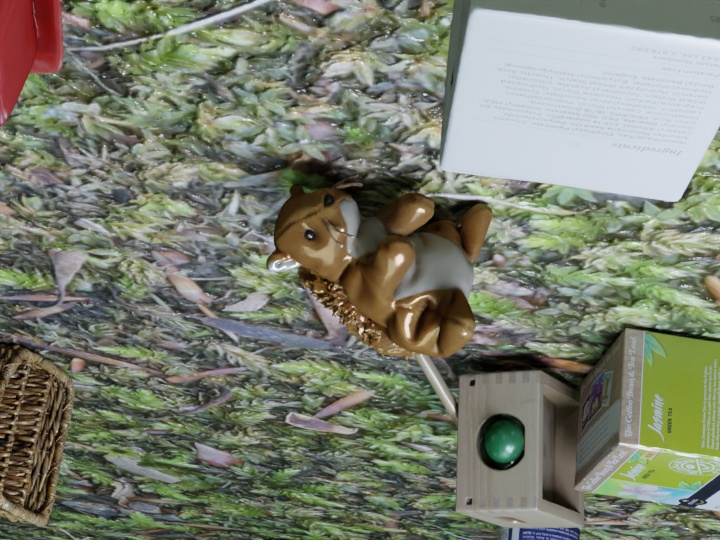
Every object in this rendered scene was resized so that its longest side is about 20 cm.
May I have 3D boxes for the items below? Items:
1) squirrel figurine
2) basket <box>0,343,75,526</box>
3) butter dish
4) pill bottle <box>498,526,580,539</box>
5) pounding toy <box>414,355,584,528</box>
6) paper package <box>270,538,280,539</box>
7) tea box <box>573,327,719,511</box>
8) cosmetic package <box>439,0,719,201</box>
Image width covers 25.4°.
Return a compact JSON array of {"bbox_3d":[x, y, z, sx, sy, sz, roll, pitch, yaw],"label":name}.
[{"bbox_3d":[0.000,0.000,1.462,0.185,0.143,0.200,20,153,-12],"label":"squirrel figurine"},{"bbox_3d":[-0.439,0.197,1.980,0.147,0.202,0.143,12,156,-6],"label":"basket"},{"bbox_3d":[-0.324,-0.158,1.163,0.197,0.150,0.200,9,157,-6],"label":"butter dish"},{"bbox_3d":[0.249,0.396,2.238,0.114,0.202,0.116,7,159,3],"label":"pill bottle"},{"bbox_3d":[0.159,0.191,1.834,0.141,0.186,0.200,-5,163,27],"label":"pounding toy"},{"bbox_3d":[-0.150,0.597,2.848,0.102,0.202,0.191,13,158,-13],"label":"paper package"},{"bbox_3d":[0.351,0.168,1.746,0.194,0.135,0.200,9,158,-3],"label":"tea box"},{"bbox_3d":[0.142,-0.165,0.975,0.163,0.167,0.200,8,156,0],"label":"cosmetic package"}]
